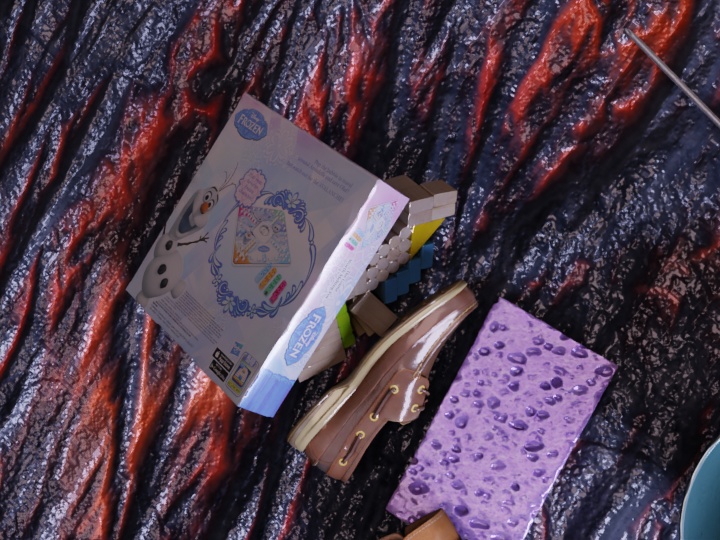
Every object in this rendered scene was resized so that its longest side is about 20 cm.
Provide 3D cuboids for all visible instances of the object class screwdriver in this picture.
[{"bbox_3d":[0.283,-0.123,0.927,0.029,0.028,0.200,-34,80,-23],"label":"screwdriver"}]

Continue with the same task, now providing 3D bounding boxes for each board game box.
[{"bbox_3d":[-0.082,-0.019,0.936,0.200,0.043,0.200,37,98,45],"label":"board game box"}]

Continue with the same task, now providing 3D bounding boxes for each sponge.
[{"bbox_3d":[0.114,0.135,0.951,0.111,0.030,0.201,29,94,11],"label":"sponge"}]

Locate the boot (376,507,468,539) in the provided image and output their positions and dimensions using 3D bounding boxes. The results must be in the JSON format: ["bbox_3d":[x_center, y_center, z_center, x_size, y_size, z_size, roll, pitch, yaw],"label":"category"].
[{"bbox_3d":[0.029,0.297,0.928,0.200,0.077,0.156,-34,88,14],"label":"boot"}]

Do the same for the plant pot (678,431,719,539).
[{"bbox_3d":[0.330,0.184,0.852,0.199,0.135,0.201,0,89,11],"label":"plant pot"}]

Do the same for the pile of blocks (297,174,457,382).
[{"bbox_3d":[0.000,0.000,0.970,0.200,0.082,0.062,-45,42,-2],"label":"pile of blocks"}]

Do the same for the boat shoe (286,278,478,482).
[{"bbox_3d":[0.028,0.090,0.952,0.068,0.072,0.200,45,103,4],"label":"boat shoe"}]
